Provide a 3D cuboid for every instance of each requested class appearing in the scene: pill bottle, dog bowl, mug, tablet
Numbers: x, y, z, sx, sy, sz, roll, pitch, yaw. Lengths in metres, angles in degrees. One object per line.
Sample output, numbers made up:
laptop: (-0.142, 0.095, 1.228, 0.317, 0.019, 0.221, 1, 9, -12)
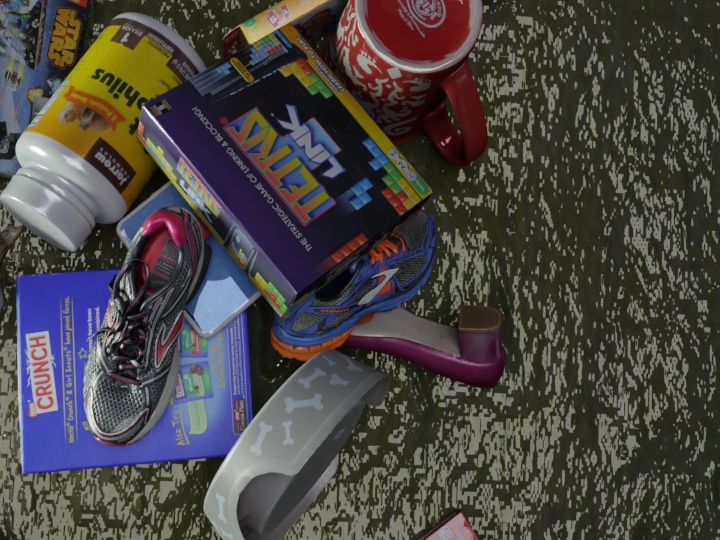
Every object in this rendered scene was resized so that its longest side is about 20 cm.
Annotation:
pill bottle: (-0.225, -0.119, 0.858, 0.108, 0.109, 0.202, 32, 70, -3)
dog bowl: (-0.056, 0.154, 0.833, 0.058, 0.200, 0.201, 36, 81, 12)
mug: (0.054, -0.192, 0.873, 0.175, 0.200, 0.135, 21, 81, -4)
tablet: (-0.102, -0.051, 0.865, 0.199, 0.014, 0.130, -40, 86, -13)

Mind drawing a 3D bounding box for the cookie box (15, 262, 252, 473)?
cookie box: (-0.198, 0.084, 0.874, 0.196, 0.075, 0.174, -3, 82, -8)

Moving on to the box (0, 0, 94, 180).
box: (-0.324, -0.189, 0.877, 0.135, 0.040, 0.204, 15, 81, -33)

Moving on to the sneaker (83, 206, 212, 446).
sneaker: (-0.184, 0.043, 0.799, 0.079, 0.075, 0.203, 15, 88, 3)

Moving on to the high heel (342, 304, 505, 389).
high heel: (0.039, 0.071, 0.929, 0.196, 0.097, 0.068, 0, 43, 6)

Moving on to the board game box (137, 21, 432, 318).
board game box: (-0.063, -0.090, 0.824, 0.165, 0.057, 0.201, -37, 82, -30)

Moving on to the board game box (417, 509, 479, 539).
board game box: (0.108, 0.340, 0.918, 0.102, 0.019, 0.201, -34, 89, -8)

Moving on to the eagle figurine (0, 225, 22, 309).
eagle figurine: (-0.394, -0.032, 0.830, 0.197, 0.152, 0.153, 19, 99, 7)

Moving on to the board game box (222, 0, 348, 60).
board game box: (-0.040, -0.245, 0.919, 0.198, 0.096, 0.030, -29, 89, -9)

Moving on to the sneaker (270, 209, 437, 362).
sneaker: (0.000, 0.000, 0.878, 0.075, 0.079, 0.199, 30, 54, 30)
